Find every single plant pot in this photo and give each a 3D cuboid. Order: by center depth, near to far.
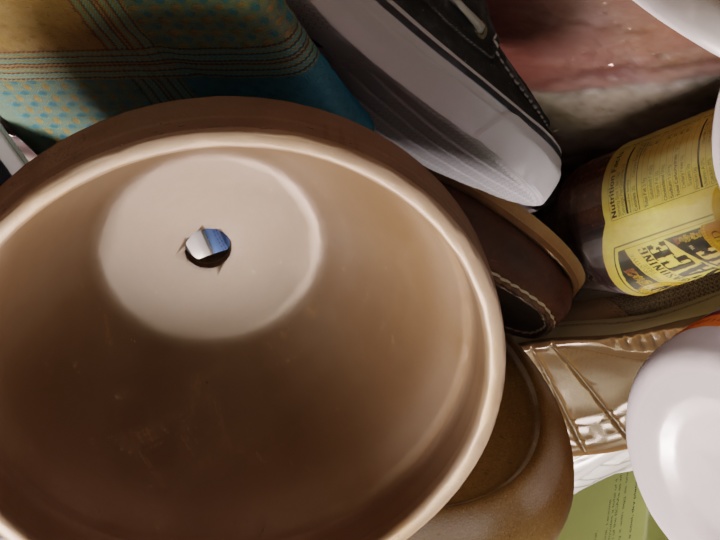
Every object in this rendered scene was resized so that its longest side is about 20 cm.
[{"bbox_3d":[-0.053,0.015,0.872,0.200,0.093,0.202,-4,124,-6],"label":"plant pot"},{"bbox_3d":[-0.003,0.050,0.994,0.199,0.201,0.028,14,127,-9],"label":"plant pot"}]

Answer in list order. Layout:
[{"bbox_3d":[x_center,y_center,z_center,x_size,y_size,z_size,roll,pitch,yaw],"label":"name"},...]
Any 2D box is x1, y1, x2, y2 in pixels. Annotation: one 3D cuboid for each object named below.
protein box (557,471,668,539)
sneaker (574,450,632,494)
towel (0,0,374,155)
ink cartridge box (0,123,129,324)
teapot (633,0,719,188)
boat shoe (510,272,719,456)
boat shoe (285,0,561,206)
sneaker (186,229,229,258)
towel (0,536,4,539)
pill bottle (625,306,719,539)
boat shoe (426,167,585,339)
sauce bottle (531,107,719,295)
[{"bbox_3d":[0.170,0.205,1.327,0.134,0.200,0.200,16,155,-13],"label":"protein box"},{"bbox_3d":[0.142,0.075,1.211,0.099,0.078,0.200,16,156,-21],"label":"sneaker"},{"bbox_3d":[-0.090,-0.090,0.849,0.146,0.022,0.200,2,155,22],"label":"towel"},{"bbox_3d":[-0.139,-0.015,1.019,0.100,0.039,0.200,53,175,-2],"label":"ink cartridge box"},{"bbox_3d":[0.187,-0.052,0.837,0.146,0.197,0.201,36,148,37],"label":"teapot"},{"bbox_3d":[0.130,0.030,1.093,0.199,0.065,0.071,-12,126,18],"label":"boat shoe"},{"bbox_3d":[0.017,-0.094,0.893,0.072,0.071,0.200,12,160,46],"label":"boat shoe"},{"bbox_3d":[0.000,0.000,1.123,0.199,0.076,0.077,23,135,-32],"label":"sneaker"},{"bbox_3d":[-0.190,0.067,1.209,0.199,0.166,0.085,-13,153,40],"label":"towel"},{"bbox_3d":[0.206,0.038,0.958,0.113,0.200,0.113,30,135,35],"label":"pill bottle"},{"bbox_3d":[-0.006,-0.020,1.006,0.199,0.071,0.070,28,152,-4],"label":"boat shoe"},{"bbox_3d":[0.126,-0.025,1.016,0.066,0.066,0.200,24,152,-29],"label":"sauce bottle"}]
